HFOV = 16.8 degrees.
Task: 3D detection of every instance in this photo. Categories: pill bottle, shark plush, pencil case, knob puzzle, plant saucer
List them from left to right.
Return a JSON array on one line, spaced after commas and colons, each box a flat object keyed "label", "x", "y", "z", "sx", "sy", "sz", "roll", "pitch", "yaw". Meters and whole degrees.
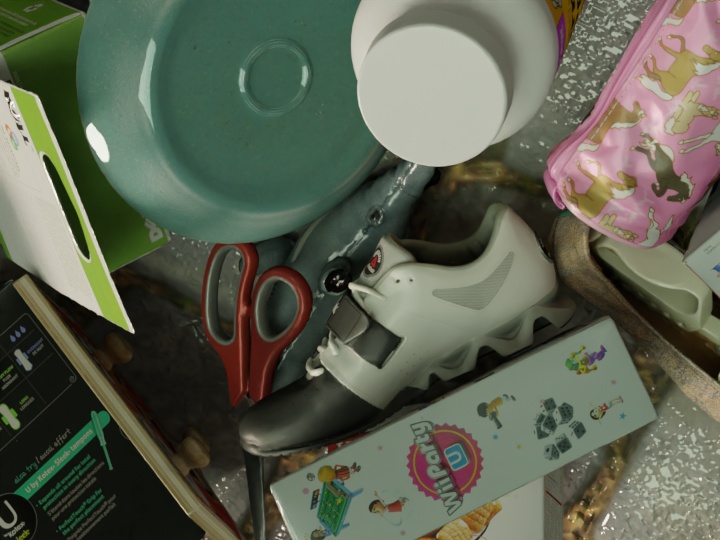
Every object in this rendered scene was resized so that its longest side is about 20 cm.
[{"label": "knob puzzle", "x": -0.118, "y": 0.091, "z": 1.450, "sx": 0.030, "sy": 0.220, "sz": 0.220, "roll": -39, "pitch": 102, "yaw": -3}, {"label": "plant saucer", "x": -0.051, "y": -0.105, "z": 1.289, "sx": 0.199, "sy": 0.036, "sz": 0.201, "roll": -9, "pitch": 112, "yaw": -24}, {"label": "shark plush", "x": 0.000, "y": 0.000, "z": 1.391, "sx": 0.091, "sy": 0.083, "sz": 0.200, "roll": 47, "pitch": 122, "yaw": -9}, {"label": "pill bottle", "x": 0.055, "y": -0.127, "z": 1.228, "sx": 0.103, "sy": 0.200, "sz": 0.105, "roll": 6, "pitch": 119, "yaw": 11}, {"label": "pencil case", "x": 0.173, "y": -0.104, "z": 1.267, "sx": 0.086, "sy": 0.083, "sz": 0.201, "roll": 36, "pitch": 121, "yaw": 11}]

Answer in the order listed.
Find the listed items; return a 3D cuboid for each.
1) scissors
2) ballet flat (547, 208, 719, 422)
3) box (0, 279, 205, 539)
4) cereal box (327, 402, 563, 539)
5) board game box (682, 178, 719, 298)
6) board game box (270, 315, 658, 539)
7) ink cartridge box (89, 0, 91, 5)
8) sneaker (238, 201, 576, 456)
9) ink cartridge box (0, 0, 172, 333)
[{"label": "scissors", "x": -0.067, "y": 0.080, "z": 1.401, "sx": 0.073, "sy": 0.014, "sz": 0.201, "roll": 18, "pitch": 112, "yaw": 27}, {"label": "ballet flat", "x": 0.189, "y": 0.030, "z": 1.341, "sx": 0.199, "sy": 0.068, "sz": 0.067, "roll": 34, "pitch": 159, "yaw": -1}, {"label": "box", "x": -0.221, "y": 0.125, "z": 1.485, "sx": 0.200, "sy": 0.124, "sz": 0.148, "roll": 53, "pitch": 152, "yaw": -13}, {"label": "cereal box", "x": 0.047, "y": 0.173, "z": 1.415, "sx": 0.143, "sy": 0.201, "sz": 0.040, "roll": -11, "pitch": 152, "yaw": 24}, {"label": "board game box", "x": 0.283, "y": 0.012, "z": 1.284, "sx": 0.200, "sy": 0.103, "sz": 0.105, "roll": 44, "pitch": 122, "yaw": -7}, {"label": "board game box", "x": 0.051, "y": 0.098, "z": 1.323, "sx": 0.199, "sy": 0.148, "sz": 0.065, "roll": -26, "pitch": 86, "yaw": -4}, {"label": "ink cartridge box", "x": -0.056, "y": -0.156, "z": 1.352, "sx": 0.199, "sy": 0.043, "sz": 0.198, "roll": 0, "pitch": 117, "yaw": 21}, {"label": "sneaker", "x": 0.011, "y": 0.028, "z": 1.339, "sx": 0.199, "sy": 0.074, "sz": 0.089, "roll": -29, "pitch": 109, "yaw": -3}, {"label": "ink cartridge box", "x": -0.157, "y": -0.063, "z": 1.349, "sx": 0.200, "sy": 0.075, "sz": 0.149, "roll": 26, "pitch": 139, "yaw": 60}]
